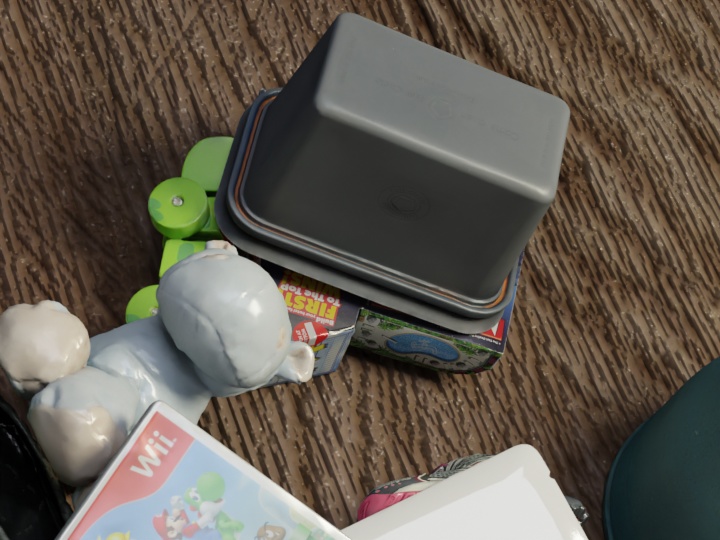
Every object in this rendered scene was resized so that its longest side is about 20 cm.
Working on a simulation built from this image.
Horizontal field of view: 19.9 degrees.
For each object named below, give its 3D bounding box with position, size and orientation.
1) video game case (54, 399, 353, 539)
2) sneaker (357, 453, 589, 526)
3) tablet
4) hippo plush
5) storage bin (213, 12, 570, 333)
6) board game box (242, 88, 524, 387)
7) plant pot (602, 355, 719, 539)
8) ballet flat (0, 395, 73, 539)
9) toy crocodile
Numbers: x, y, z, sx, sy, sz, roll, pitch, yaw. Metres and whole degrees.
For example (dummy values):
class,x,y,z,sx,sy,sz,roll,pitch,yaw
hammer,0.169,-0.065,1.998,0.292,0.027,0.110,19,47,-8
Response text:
class,x,y,z,sx,sy,sz,roll,pitch,yaw
video game case,-0.064,0.181,1.049,0.200,0.017,0.143,37,68,-6
sneaker,0.055,0.148,1.219,0.075,0.081,0.200,40,14,30
tablet,0.038,0.188,1.101,0.200,0.014,0.130,-24,75,-18
hippo plush,-0.101,0.072,1.162,0.161,0.200,0.159,-27,79,-8
storage bin,0.032,-0.075,1.270,0.200,0.134,0.146,22,54,-11
board game box,0.000,0.000,1.344,0.200,0.062,0.200,18,55,-4
plant pot,0.275,0.123,1.262,0.200,0.188,0.200,8,55,-11
ballet flat,-0.185,0.116,1.106,0.066,0.057,0.200,-11,54,-39
toy crocodile,-0.106,0.007,1.293,0.062,0.068,0.200,4,62,9
